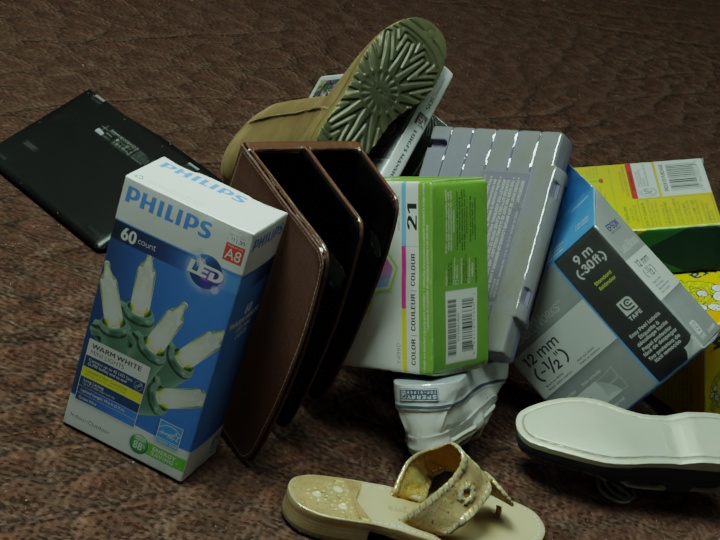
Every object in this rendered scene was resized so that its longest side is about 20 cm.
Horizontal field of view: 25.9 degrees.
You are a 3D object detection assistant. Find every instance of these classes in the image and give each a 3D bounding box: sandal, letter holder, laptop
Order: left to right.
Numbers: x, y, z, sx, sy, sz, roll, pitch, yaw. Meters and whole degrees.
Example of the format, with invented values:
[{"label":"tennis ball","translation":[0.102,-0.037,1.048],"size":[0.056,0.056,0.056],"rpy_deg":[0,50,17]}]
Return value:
[{"label":"laptop","translation":[-0.217,-0.078,1.501],"size":[0.200,0.116,0.187],"rpy_deg":[-36,52,-26]},{"label":"letter holder","translation":[-0.043,0.026,1.154],"size":[0.101,0.200,0.142],"rpy_deg":[-4,41,-33]},{"label":"sandal","translation":[0.052,0.157,1.125],"size":[0.212,0.070,0.078],"rpy_deg":[8,27,-23]}]

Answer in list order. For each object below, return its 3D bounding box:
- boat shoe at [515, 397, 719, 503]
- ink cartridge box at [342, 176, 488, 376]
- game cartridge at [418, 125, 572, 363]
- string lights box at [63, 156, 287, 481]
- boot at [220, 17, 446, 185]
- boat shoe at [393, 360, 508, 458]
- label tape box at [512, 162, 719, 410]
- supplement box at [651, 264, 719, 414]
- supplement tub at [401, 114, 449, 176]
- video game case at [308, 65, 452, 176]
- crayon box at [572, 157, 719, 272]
[{"label":"boat shoe","translation":[0.218,0.147,1.268],"size":[0.200,0.062,0.075],"rpy_deg":[2,44,-13]},{"label":"ink cartridge box","translation":[0.000,0.000,1.240],"size":[0.200,0.148,0.076],"rpy_deg":[3,6,40]},{"label":"game cartridge","translation":[0.095,-0.024,1.298],"size":[0.130,0.200,0.038],"rpy_deg":[8,-20,27]},{"label":"string lights box","translation":[-0.131,0.034,1.096],"size":[0.103,0.200,0.059],"rpy_deg":[24,25,13]},{"label":"boot","translation":[-0.031,-0.146,1.392],"size":[0.066,0.175,0.200],"rpy_deg":[48,-20,-18]},{"label":"boat shoe","translation":[0.070,0.107,1.248],"size":[0.074,0.065,0.200],"rpy_deg":[-1,3,23]},{"label":"label tape box","translation":[0.180,0.025,1.320],"size":[0.200,0.143,0.066],"rpy_deg":[48,30,5]},{"label":"supplement box","translation":[0.290,0.038,1.431],"size":[0.109,0.110,0.200],"rpy_deg":[-22,35,-22]},{"label":"supplement tub","translation":[0.063,-0.078,1.503],"size":[0.200,0.123,0.123],"rpy_deg":[36,15,-29]},{"label":"video game case","translation":[-0.019,-0.102,1.418],"size":[0.023,0.182,0.200],"rpy_deg":[36,-17,-29]},{"label":"crayon box","translation":[0.220,-0.047,1.428],"size":[0.200,0.051,0.127],"rpy_deg":[-3,32,5]}]
